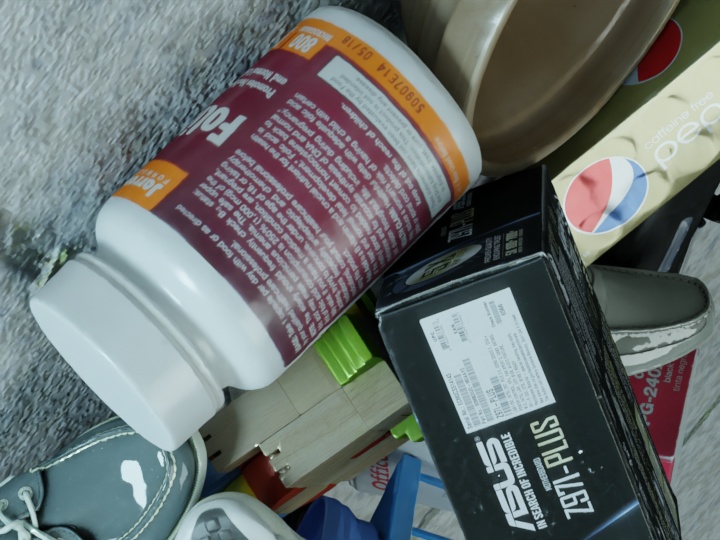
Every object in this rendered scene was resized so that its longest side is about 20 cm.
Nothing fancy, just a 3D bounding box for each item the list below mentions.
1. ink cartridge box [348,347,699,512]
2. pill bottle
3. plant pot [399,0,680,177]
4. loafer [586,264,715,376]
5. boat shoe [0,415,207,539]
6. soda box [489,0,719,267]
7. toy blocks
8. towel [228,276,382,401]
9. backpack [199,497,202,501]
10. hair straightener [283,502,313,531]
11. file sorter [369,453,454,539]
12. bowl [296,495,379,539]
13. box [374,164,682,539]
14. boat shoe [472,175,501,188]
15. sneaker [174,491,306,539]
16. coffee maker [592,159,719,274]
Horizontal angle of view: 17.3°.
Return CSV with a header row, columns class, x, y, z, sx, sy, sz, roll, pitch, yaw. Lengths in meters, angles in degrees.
class,x,y,z,sx,sy,sz,roll,pitch,yaw
ink cartridge box,0.095,0.092,1.436,0.145,0.200,0.084,85,19,-60
pill bottle,-0.050,-0.019,1.096,0.200,0.114,0.114,-44,158,-16
plant pot,0.084,-0.154,1.161,0.201,0.093,0.201,-42,156,-23
loafer,0.110,0.021,1.343,0.199,0.070,0.070,-5,131,-15
boat shoe,-0.158,0.135,1.137,0.200,0.073,0.062,-36,170,22
soda box,0.146,-0.079,1.267,0.200,0.064,0.068,-39,130,9
toy blocks,-0.029,0.085,1.212,0.137,0.100,0.200,-35,170,8
towel,0.000,0.000,1.332,0.200,0.034,0.133,-42,156,-19
backpack,-0.130,0.210,1.268,0.183,0.147,0.200,-32,147,-47
hair straightener,-0.068,0.158,1.466,0.077,0.041,0.200,-25,153,-32
file sorter,0.041,0.241,1.433,0.139,0.122,0.200,-80,-170,-50
bowl,-0.036,0.233,1.390,0.201,0.039,0.201,-161,-90,-83
box,0.086,0.070,1.155,0.086,0.200,0.164,-20,-165,11
boat shoe,0.014,-0.050,1.228,0.200,0.073,0.063,-42,161,-7
sneaker,-0.045,0.163,1.189,0.075,0.081,0.200,-14,140,11
coffee maker,0.146,-0.069,1.414,0.192,0.135,0.200,4,128,-27
